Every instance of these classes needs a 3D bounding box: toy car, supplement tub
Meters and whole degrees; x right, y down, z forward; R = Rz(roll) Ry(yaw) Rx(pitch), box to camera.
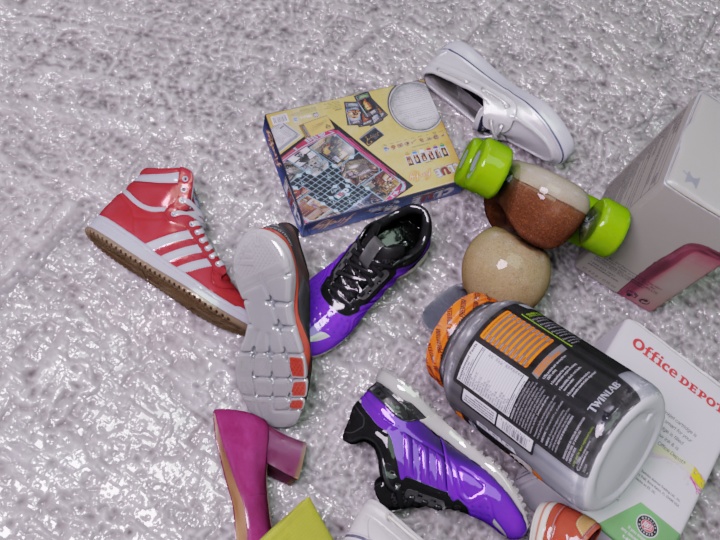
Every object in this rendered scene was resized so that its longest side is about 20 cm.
[{"bbox_3d":[0.152,-0.011,0.877,0.162,0.158,0.203,25,97,-5],"label":"toy car"},{"bbox_3d":[0.158,0.108,0.756,0.122,0.124,0.199,-35,46,-22],"label":"supplement tub"}]

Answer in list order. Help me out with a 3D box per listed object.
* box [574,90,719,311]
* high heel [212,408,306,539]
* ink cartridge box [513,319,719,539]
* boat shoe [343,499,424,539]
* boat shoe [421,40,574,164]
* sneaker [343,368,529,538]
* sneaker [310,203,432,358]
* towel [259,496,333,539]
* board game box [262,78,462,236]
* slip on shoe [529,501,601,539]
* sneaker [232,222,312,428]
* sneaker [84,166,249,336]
[{"bbox_3d":[0.331,-0.065,0.888,0.108,0.200,0.129,30,65,1],"label":"box"},{"bbox_3d":[-0.117,0.225,0.746,0.095,0.068,0.203,24,50,-12],"label":"high heel"},{"bbox_3d":[0.264,0.176,0.839,0.144,0.084,0.201,36,66,5],"label":"ink cartridge box"},{"bbox_3d":[0.071,0.280,0.756,0.198,0.072,0.066,34,59,-5],"label":"boat shoe"},{"bbox_3d":[0.155,-0.181,0.976,0.199,0.074,0.065,41,70,17],"label":"boat shoe"},{"bbox_3d":[0.064,0.196,0.795,0.200,0.070,0.100,42,75,9],"label":"sneaker"},{"bbox_3d":[0.000,-0.001,0.843,0.070,0.100,0.200,43,69,8],"label":"sneaker"},{"bbox_3d":[-0.019,0.304,0.724,0.202,0.018,0.086,59,32,2],"label":"towel"},{"bbox_3d":[0.005,-0.128,0.935,0.196,0.035,0.138,-16,72,-18],"label":"board game box"},{"bbox_3d":[0.182,0.312,0.747,0.060,0.073,0.205,2,86,35],"label":"slip on shoe"},{"bbox_3d":[-0.069,0.050,0.791,0.075,0.204,0.082,10,23,18],"label":"sneaker"},{"bbox_3d":[-0.163,-0.027,0.838,0.198,0.071,0.113,33,68,5],"label":"sneaker"}]
